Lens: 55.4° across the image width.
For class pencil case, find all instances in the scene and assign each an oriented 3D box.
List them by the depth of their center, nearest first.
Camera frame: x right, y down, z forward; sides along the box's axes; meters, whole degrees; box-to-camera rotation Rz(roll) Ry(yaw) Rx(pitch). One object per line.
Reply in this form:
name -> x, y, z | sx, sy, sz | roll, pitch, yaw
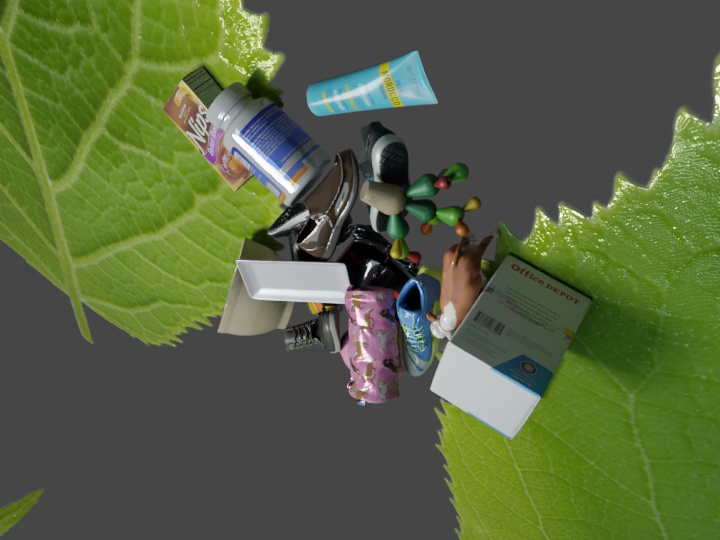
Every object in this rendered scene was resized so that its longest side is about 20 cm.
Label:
pencil case -> 0.019, 0.123, 1.159 | 0.083, 0.086, 0.201 | 4, 96, 63

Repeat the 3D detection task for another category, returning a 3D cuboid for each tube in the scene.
tube -> 0.013, -0.260, 0.982 | 0.199, 0.050, 0.078 | 0, 135, 37

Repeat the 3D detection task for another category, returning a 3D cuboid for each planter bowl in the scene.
planter bowl -> -0.202, 0.046, 1.410 | 0.134, 0.201, 0.200 | 16, 147, -11

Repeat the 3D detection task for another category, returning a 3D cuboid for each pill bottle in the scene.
pill bottle -> -0.153, -0.212, 1.129 | 0.200, 0.112, 0.112 | 44, 145, -2

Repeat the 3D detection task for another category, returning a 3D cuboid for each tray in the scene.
tray -> -0.112, 0.014, 1.204 | 0.199, 0.022, 0.108 | 2, 140, 13

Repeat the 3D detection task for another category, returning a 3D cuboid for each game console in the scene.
game console -> 0.051, 0.021, 1.261 | 0.200, 0.031, 0.177 | 42, 143, -1

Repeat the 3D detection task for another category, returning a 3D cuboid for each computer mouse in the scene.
computer mouse -> 0.000, 0.000, 1.197 | 0.140, 0.046, 0.200 | 33, 146, -9

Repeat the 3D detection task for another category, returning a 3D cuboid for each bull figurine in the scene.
bull figurine -> 0.160, 0.022, 1.071 | 0.065, 0.121, 0.200 | 28, 143, 20

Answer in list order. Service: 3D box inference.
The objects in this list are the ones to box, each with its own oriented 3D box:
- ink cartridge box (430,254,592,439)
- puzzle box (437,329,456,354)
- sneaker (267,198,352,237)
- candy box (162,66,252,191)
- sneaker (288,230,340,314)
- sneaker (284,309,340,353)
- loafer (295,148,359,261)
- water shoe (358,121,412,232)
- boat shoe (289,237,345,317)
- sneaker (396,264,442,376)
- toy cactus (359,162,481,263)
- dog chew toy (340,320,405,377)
ink cartridge box -> 0.226, 0.113, 1.036 | 0.146, 0.200, 0.146 | 30, 145, 15
puzzle box -> 0.234, 0.148, 1.220 | 0.199, 0.025, 0.133 | 28, 144, 19
sneaker -> -0.094, -0.078, 1.254 | 0.088, 0.076, 0.200 | 47, 145, -19
candy box -> -0.256, -0.250, 1.237 | 0.200, 0.056, 0.117 | 50, 145, -10
sneaker -> -0.073, -0.004, 1.263 | 0.090, 0.070, 0.201 | -14, 135, -1
sneaker -> -0.094, 0.126, 1.325 | 0.106, 0.075, 0.200 | -1, 162, -6
loafer -> -0.056, -0.106, 1.123 | 0.071, 0.073, 0.201 | 10, 116, -19
water shoe -> 0.037, -0.146, 1.074 | 0.079, 0.071, 0.200 | 57, 159, 33
boat shoe -> -0.095, 0.017, 1.357 | 0.072, 0.069, 0.200 | 9, 134, 38
sneaker -> 0.086, 0.090, 1.152 | 0.076, 0.105, 0.201 | 16, 105, 31
toy cactus -> 0.077, -0.086, 1.025 | 0.164, 0.103, 0.200 | 16, 144, -21
dog chew toy -> 0.019, 0.149, 1.304 | 0.125, 0.125, 0.200 | 50, 161, -12
